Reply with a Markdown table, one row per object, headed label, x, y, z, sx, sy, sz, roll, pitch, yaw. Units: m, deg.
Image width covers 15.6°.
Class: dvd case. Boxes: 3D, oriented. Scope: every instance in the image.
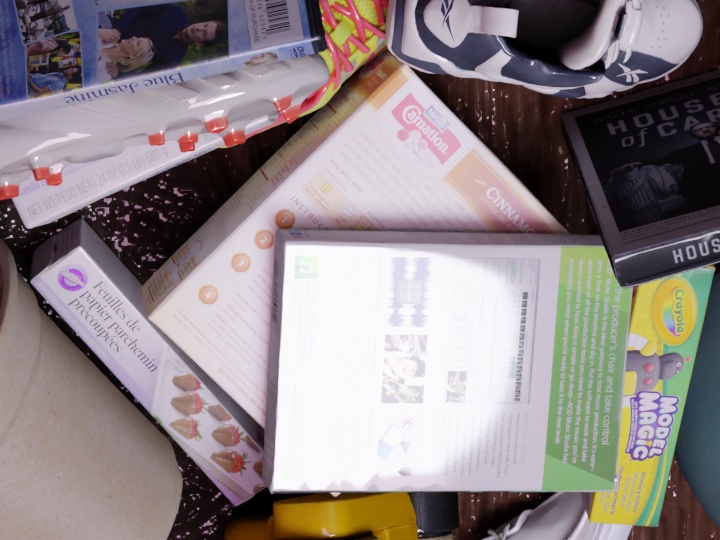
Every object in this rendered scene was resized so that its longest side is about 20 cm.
| label | x | y | z | sx | sy | sz | roll | pitch | yaw |
| --- | --- | --- | --- | --- | --- | --- | --- | --- | --- |
| dvd case | 0.196 | -0.060 | 1.440 | 0.150 | 0.200 | 0.025 | -16 | 116 | 3 |
| dvd case | -0.124 | -0.153 | 1.317 | 0.200 | 0.143 | 0.018 | -12 | 154 | 5 |

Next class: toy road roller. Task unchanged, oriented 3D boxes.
| label | x | y | z | sx | sy | sz | roll | pitch | yaw |
| --- | --- | --- | --- | --- | --- | --- | --- | --- | --- |
| toy road roller | -0.029 | 0.193 | 1.562 | 0.146 | 0.200 | 0.123 | -4 | 89 | 25 |

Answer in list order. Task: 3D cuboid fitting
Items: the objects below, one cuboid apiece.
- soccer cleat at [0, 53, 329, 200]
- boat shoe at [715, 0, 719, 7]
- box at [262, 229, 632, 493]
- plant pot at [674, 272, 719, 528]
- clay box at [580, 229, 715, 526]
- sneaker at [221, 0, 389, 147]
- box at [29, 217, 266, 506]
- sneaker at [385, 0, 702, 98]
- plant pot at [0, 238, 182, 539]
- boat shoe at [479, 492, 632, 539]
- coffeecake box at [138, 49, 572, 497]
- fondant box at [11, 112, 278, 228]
| label | x | y | z | sx | sy | sz | roll | pitch | yaw |
| --- | --- | --- | --- | --- | --- | --- | --- | --- | --- |
| soccer cleat | -0.117 | -0.094 | 1.330 | 0.200 | 0.069 | 0.078 | -13 | 83 | 5 |
| boat shoe | 0.192 | -0.189 | 1.441 | 0.072 | 0.072 | 0.200 | -9 | 107 | 9 |
| box | 0.049 | 0.051 | 1.449 | 0.200 | 0.036 | 0.145 | 2 | 104 | -10 |
| plant pot | 0.273 | 0.104 | 1.537 | 0.200 | 0.135 | 0.200 | 4 | 135 | 4 |
| clay box | 0.162 | 0.035 | 1.536 | 0.048 | 0.115 | 0.200 | 5 | 117 | -9 |
| sneaker | -0.019 | -0.129 | 1.447 | 0.200 | 0.090 | 0.078 | -37 | 113 | 12 |
| box | -0.119 | 0.056 | 1.563 | 0.039 | 0.041 | 0.200 | -34 | 116 | 12 |
| sneaker | 0.127 | -0.131 | 1.409 | 0.199 | 0.130 | 0.080 | 7 | 94 | -31 |
| plant pot | -0.209 | 0.105 | 1.511 | 0.200 | 0.201 | 0.183 | -40 | 126 | 15 |
| boat shoe | 0.099 | 0.192 | 1.633 | 0.067 | 0.074 | 0.200 | 23 | 114 | -19 |
| coffeecake box | 0.000 | 0.000 | 1.483 | 0.200 | 0.073 | 0.154 | -44 | 106 | 2 |
| fondant box | -0.150 | -0.141 | 1.389 | 0.144 | 0.058 | 0.200 | -24 | 92 | 6 |
